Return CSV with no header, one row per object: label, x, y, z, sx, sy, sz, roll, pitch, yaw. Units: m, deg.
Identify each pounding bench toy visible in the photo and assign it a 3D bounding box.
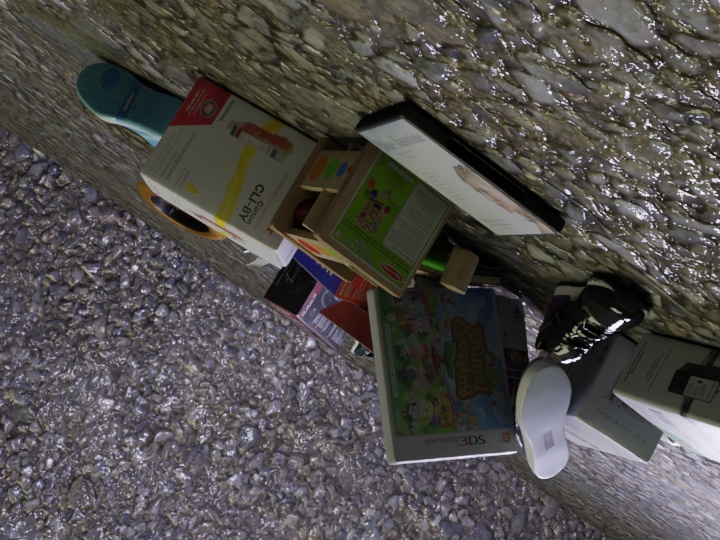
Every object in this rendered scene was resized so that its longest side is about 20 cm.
pounding bench toy,0.023,-0.044,1.339,0.199,0.125,0.155,36,170,-25

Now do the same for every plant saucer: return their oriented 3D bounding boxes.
plant saucer,0.073,0.100,1.548,0.198,0.037,0.199,20,-172,-41

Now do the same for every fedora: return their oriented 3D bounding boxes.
fedora,-0.306,-0.131,2.102,0.199,0.083,0.201,28,165,8

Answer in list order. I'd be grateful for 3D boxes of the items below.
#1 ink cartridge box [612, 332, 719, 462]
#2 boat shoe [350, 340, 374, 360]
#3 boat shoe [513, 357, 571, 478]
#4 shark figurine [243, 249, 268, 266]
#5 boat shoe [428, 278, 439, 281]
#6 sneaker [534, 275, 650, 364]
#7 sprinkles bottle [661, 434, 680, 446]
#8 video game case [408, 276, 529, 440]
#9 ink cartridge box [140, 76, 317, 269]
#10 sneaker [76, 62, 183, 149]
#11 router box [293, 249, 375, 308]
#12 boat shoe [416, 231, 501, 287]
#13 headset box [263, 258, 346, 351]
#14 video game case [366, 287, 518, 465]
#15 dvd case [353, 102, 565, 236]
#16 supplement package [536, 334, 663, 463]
ink cartridge box,0.396,0.152,1.270,0.146,0.084,0.199,37,170,-28
boat shoe,0.028,0.163,2.571,0.066,0.075,0.200,42,163,8
boat shoe,0.211,0.165,1.403,0.066,0.069,0.201,56,168,44
shark figurine,-0.174,-0.071,2.022,0.126,0.091,0.214,-12,158,25
boat shoe,0.035,-0.030,1.526,0.199,0.075,0.066,38,173,-35
sneaker,0.249,0.065,1.284,0.075,0.088,0.200,32,171,-4
sprinkles bottle,0.443,0.200,1.412,0.068,0.069,0.199,37,169,-34
video game case,0.136,0.113,1.467,0.198,0.184,0.036,12,158,-41
ink cartridge box,-0.144,-0.119,1.435,0.198,0.146,0.083,30,169,9
sneaker,-0.309,-0.215,1.682,0.198,0.080,0.131,30,169,17
router box,0.000,0.000,1.626,0.178,0.049,0.200,21,-168,-36
boat shoe,0.081,-0.025,1.438,0.197,0.066,0.073,13,178,-4
headset box,-0.063,0.022,1.895,0.074,0.150,0.200,26,170,28
video game case,0.098,0.120,1.384,0.180,0.203,0.022,1,165,-32
dvd case,0.096,-0.095,1.167,0.199,0.018,0.142,35,171,-15
supplement package,0.300,0.155,1.496,0.116,0.118,0.200,31,171,-11
